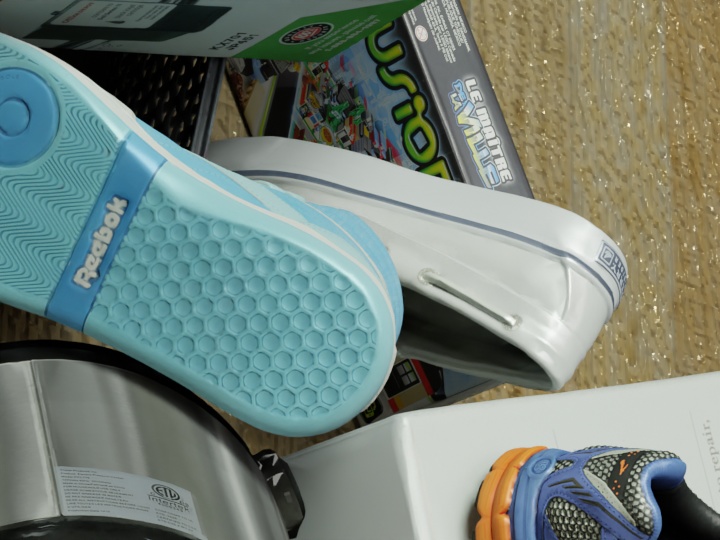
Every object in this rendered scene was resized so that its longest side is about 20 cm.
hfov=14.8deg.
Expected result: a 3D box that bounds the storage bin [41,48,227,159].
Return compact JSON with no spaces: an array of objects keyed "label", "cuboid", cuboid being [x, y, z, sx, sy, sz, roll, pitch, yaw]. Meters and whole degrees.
[{"label":"storage bin","cuboid":[-0.125,-0.109,1.030,0.135,0.094,0.201,28,58,-30]}]

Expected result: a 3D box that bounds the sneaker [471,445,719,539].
[{"label":"sneaker","cuboid":[0.123,0.134,0.929,0.200,0.078,0.076,45,52,-20]}]

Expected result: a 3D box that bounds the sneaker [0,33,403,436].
[{"label":"sneaker","cuboid":[-0.071,-0.014,0.938,0.199,0.080,0.131,35,7,6]}]

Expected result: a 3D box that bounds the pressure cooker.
[{"label":"pressure cooker","cuboid":[-0.098,0.120,0.888,0.176,0.178,0.200,52,5,-25]}]

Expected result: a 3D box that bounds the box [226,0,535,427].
[{"label":"box","cuboid":[0.011,-0.044,1.111,0.035,0.110,0.201,-17,84,-43]}]

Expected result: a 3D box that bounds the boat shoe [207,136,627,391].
[{"label":"boat shoe","cuboid":[0.000,0.000,1.037,0.066,0.199,0.074,-61,141,-27]}]

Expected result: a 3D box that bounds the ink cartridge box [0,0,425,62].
[{"label":"ink cartridge box","cuboid":[-0.055,-0.135,0.939,0.199,0.146,0.084,-1,73,-40]}]

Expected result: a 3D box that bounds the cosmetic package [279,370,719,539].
[{"label":"cosmetic package","cuboid":[0.051,0.141,1.033,0.199,0.167,0.168,-5,78,-41]}]
